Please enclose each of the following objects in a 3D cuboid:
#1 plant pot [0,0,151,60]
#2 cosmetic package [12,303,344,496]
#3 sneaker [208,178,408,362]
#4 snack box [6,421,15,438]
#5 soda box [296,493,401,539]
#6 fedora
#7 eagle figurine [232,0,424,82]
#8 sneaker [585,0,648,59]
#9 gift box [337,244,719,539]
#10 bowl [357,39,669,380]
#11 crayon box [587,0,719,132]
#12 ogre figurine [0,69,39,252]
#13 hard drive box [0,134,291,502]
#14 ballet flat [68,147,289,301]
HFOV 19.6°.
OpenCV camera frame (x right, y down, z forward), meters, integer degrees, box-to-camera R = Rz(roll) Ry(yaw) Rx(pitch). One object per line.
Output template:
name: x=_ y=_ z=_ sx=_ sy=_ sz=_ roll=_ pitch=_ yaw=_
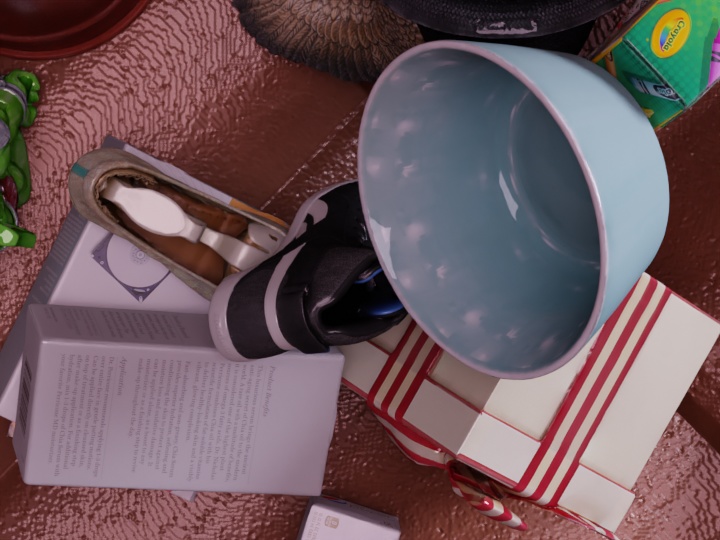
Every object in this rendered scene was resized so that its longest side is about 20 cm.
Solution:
plant pot: x=-0.229 y=-0.245 z=1.379 sx=0.199 sy=0.195 sz=0.202 roll=0 pitch=92 yaw=0
cosmetic package: x=-0.120 y=0.084 z=1.358 sx=0.199 sy=0.071 sz=0.102 roll=5 pitch=107 yaw=-18
sneaker: x=0.000 y=0.000 z=1.333 sx=0.111 sy=0.200 sz=0.073 roll=-4 pitch=116 yaw=34
snack box: x=-0.183 y=0.034 z=1.477 sx=0.072 sy=0.024 sz=0.201 roll=20 pitch=92 yaw=-6
soda box: x=-0.032 y=0.263 z=1.471 sx=0.068 sy=0.064 sz=0.201 roll=17 pitch=93 yaw=-2
fedora: x=0.095 y=-0.174 z=1.304 sx=0.199 sy=0.201 sz=0.092 roll=-3 pitch=130 yaw=0
eagle figurine: x=0.008 y=-0.200 z=1.422 sx=0.199 sy=0.151 sz=0.153 roll=14 pitch=103 yaw=-12
sneaker: x=0.184 y=-0.131 z=1.431 sx=0.067 sy=0.108 sz=0.202 roll=39 pitch=92 yaw=-2
gift box: x=0.116 y=0.070 z=1.387 sx=0.200 sy=0.184 sz=0.187 roll=31 pitch=90 yaw=-33
bowl: x=0.101 y=-0.048 z=1.214 sx=0.105 sy=0.200 sz=0.202 roll=-23 pitch=93 yaw=-37
crayon box: x=0.189 y=-0.136 z=1.267 sx=0.119 sy=0.200 sz=0.058 roll=-44 pitch=91 yaw=-12
ogre figurine: x=-0.266 y=-0.039 z=1.426 sx=0.098 sy=0.120 sz=0.200 roll=37 pitch=91 yaw=-3
hard drive box: x=-0.143 y=0.032 z=1.428 sx=0.155 sy=0.077 sz=0.201 roll=26 pitch=90 yaw=-19
ballet flat: x=-0.101 y=-0.017 z=1.361 sx=0.199 sy=0.062 sz=0.068 roll=25 pitch=90 yaw=-20
